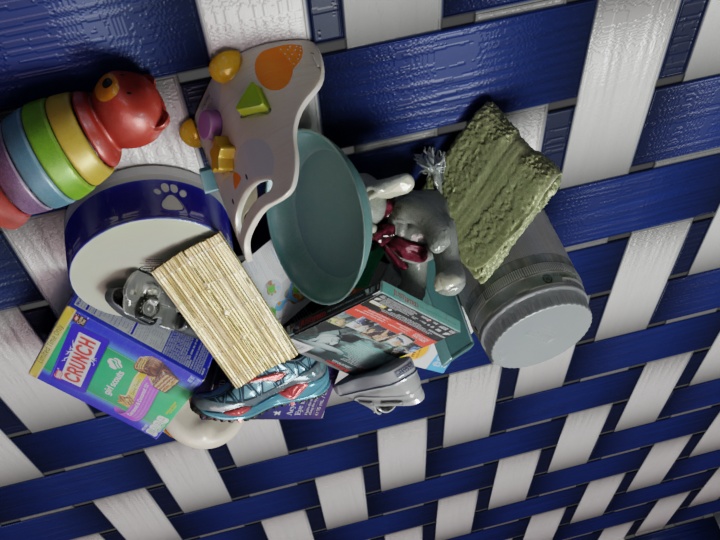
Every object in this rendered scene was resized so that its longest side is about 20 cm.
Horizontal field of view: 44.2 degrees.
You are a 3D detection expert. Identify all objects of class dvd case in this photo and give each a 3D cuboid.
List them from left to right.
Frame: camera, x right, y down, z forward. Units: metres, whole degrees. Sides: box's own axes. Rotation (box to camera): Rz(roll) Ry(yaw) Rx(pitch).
[{"bbox_3d":[0.007,0.079,1.130,0.145,0.022,0.199,26,140,-36],"label":"dvd case"}]

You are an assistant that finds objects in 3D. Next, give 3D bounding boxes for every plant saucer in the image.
[{"bbox_3d":[-0.043,-0.063,1.021,0.036,0.201,0.201,-13,150,-35],"label":"plant saucer"},{"bbox_3d":[0.102,0.024,1.198,0.019,0.202,0.070,-14,-172,46],"label":"plant saucer"}]

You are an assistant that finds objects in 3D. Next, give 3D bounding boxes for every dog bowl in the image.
[{"bbox_3d":[-0.254,-0.030,1.073,0.197,0.079,0.201,-11,146,-8],"label":"dog bowl"}]

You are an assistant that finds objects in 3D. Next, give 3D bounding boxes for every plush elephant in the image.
[{"bbox_3d":[0.029,-0.056,1.072,0.153,0.203,0.164,1,178,-20],"label":"plush elephant"}]

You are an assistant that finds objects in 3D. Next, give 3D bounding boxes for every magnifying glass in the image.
[{"bbox_3d":[0.000,0.000,1.173,0.079,0.022,0.203,-2,104,-16],"label":"magnifying glass"}]

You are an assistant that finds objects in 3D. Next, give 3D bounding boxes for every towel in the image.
[{"bbox_3d":[0.153,-0.095,1.102,0.036,0.149,0.201,-23,155,-42],"label":"towel"}]

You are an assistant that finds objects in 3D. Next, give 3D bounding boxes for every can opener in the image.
[{"bbox_3d":[-0.225,0.053,1.104,0.066,0.054,0.199,1,161,38],"label":"can opener"}]

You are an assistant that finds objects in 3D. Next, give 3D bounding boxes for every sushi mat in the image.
[{"bbox_3d":[-0.159,0.051,1.066,0.095,0.012,0.201,-26,119,7],"label":"sushi mat"}]

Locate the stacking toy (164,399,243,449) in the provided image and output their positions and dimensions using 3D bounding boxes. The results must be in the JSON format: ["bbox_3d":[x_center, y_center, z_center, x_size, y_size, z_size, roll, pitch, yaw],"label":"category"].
[{"bbox_3d":[-0.277,0.227,1.415,0.145,0.148,0.200,4,157,-28],"label":"stacking toy"}]

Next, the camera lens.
[{"bbox_3d":[0.209,0.009,1.212,0.158,0.201,0.161,-14,145,-10],"label":"camera lens"}]

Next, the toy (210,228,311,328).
[{"bbox_3d":[-0.106,0.002,1.141,0.200,0.047,0.116,-43,132,-26],"label":"toy"}]

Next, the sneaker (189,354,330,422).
[{"bbox_3d":[-0.139,0.137,1.191,0.198,0.079,0.097,-14,105,-28],"label":"sneaker"}]

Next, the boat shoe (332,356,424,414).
[{"bbox_3d":[0.023,0.167,1.227,0.073,0.066,0.200,-29,-177,-24],"label":"boat shoe"}]

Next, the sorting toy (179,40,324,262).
[{"bbox_3d":[-0.111,-0.113,0.922,0.106,0.182,0.200,6,140,-30],"label":"sorting toy"}]

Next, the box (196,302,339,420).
[{"bbox_3d":[-0.138,0.130,1.293,0.198,0.105,0.149,3,122,-28],"label":"box"}]

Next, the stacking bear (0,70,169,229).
[{"bbox_3d":[-0.289,-0.133,0.891,0.198,0.122,0.114,-26,144,2],"label":"stacking bear"}]

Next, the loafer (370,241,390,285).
[{"bbox_3d":[0.021,0.010,1.261,0.072,0.064,0.199,-32,143,26],"label":"loafer"}]

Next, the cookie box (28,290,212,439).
[{"bbox_3d":[-0.319,0.117,1.192,0.199,0.076,0.171,31,130,-14],"label":"cookie box"}]

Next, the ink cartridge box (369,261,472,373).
[{"bbox_3d":[0.065,0.066,1.251,0.199,0.068,0.116,18,113,-38],"label":"ink cartridge box"}]
